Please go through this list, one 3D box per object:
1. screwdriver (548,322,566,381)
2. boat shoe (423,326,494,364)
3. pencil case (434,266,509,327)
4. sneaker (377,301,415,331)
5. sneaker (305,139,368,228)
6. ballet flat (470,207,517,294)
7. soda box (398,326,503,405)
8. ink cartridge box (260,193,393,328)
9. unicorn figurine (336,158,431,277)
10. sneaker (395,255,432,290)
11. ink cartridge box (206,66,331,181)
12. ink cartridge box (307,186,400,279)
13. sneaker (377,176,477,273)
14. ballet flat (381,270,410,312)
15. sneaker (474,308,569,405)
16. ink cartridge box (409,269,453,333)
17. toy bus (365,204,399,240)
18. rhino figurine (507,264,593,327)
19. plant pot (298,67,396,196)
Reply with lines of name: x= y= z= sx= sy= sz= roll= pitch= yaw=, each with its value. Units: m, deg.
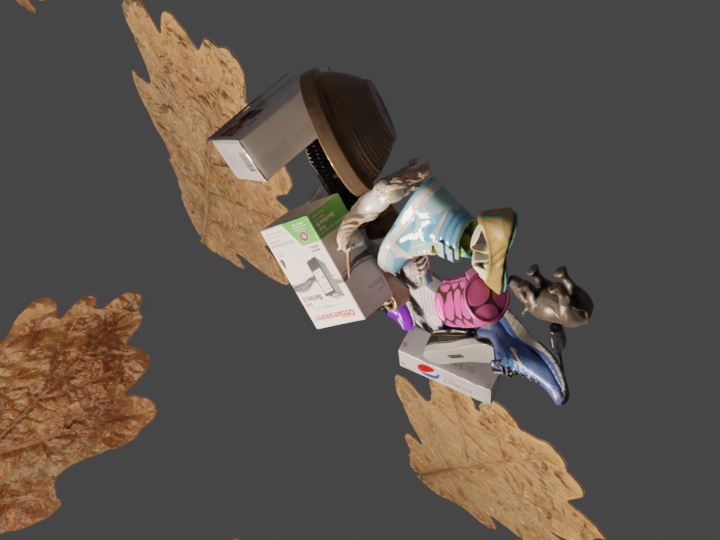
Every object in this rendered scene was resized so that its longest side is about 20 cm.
screwdriver: x=0.322 y=0.140 z=1.645 sx=0.029 sy=0.028 sz=0.201 roll=11 pitch=151 yaw=17
boat shoe: x=0.198 y=0.128 z=1.851 sx=0.199 sy=0.064 sz=0.071 roll=-7 pitch=145 yaw=43
pencil case: x=0.181 y=0.046 z=1.693 sx=0.094 sy=0.091 sz=0.200 roll=50 pitch=166 yaw=-3
sneaker: x=0.022 y=0.047 z=1.945 sx=0.201 sy=0.099 sz=0.070 roll=55 pitch=170 yaw=6
sneaker: x=-0.039 y=-0.159 z=1.732 sx=0.090 sy=0.069 sz=0.201 roll=78 pitch=167 yaw=-70
ballet flat: x=0.195 y=-0.031 z=1.516 sx=0.062 sy=0.069 sz=0.201 roll=2 pitch=146 yaw=3
soda box: x=0.174 y=0.182 z=1.948 sx=0.198 sy=0.064 sz=0.068 roll=22 pitch=154 yaw=19
ink cartridge box: x=-0.055 y=-0.012 z=1.694 sx=0.145 sy=0.084 sz=0.201 roll=-15 pitch=109 yaw=52
unicorn figurine: x=0.028 y=-0.104 z=1.603 sx=0.074 sy=0.137 sz=0.201 roll=41 pitch=139 yaw=10
sneaker: x=0.101 y=-0.018 z=1.768 sx=0.087 sy=0.075 sz=0.200 roll=53 pitch=167 yaw=12
ink cartridge box: x=-0.139 y=-0.244 z=1.686 sx=0.084 sy=0.200 sz=0.175 roll=55 pitch=163 yaw=-22
ink cartridge box: x=-0.001 y=-0.052 z=1.823 sx=0.199 sy=0.057 sz=0.163 roll=28 pitch=159 yaw=14
sneaker: x=0.111 y=-0.038 z=1.607 sx=0.130 sy=0.079 sz=0.201 roll=41 pitch=135 yaw=12
ballet flat: x=0.000 y=0.000 z=1.771 sx=0.199 sy=0.070 sz=0.069 roll=39 pitch=164 yaw=-2
sneaker: x=0.265 y=0.154 z=1.670 sx=0.200 sy=0.089 sz=0.079 roll=47 pitch=174 yaw=32
ink cartridge box: x=0.139 y=0.067 z=1.930 sx=0.200 sy=0.041 sz=0.200 roll=40 pitch=161 yaw=31
toy bus: x=0.013 y=-0.099 z=1.850 sx=0.079 sy=0.065 sz=0.200 roll=52 pitch=164 yaw=-11
rhino figurine: x=0.271 y=0.040 z=1.491 sx=0.088 sy=0.060 sz=0.200 roll=49 pitch=167 yaw=-16
plant pot: x=-0.007 y=-0.222 z=1.515 sx=0.202 sy=0.092 sz=0.201 roll=59 pitch=-166 yaw=-25
